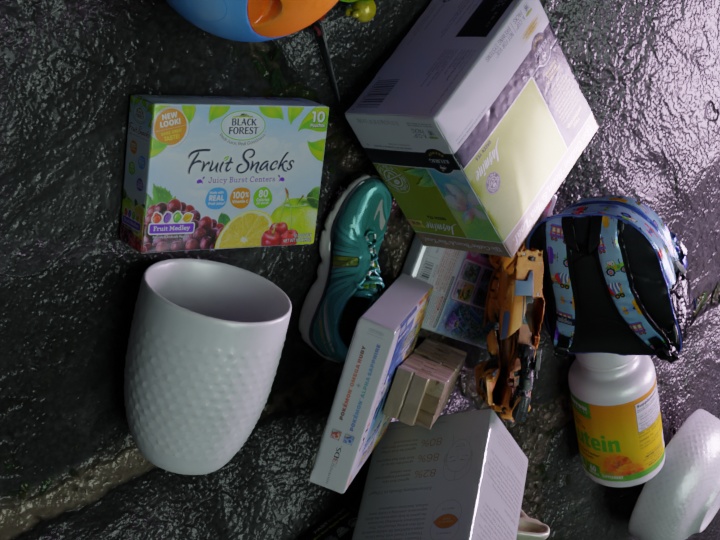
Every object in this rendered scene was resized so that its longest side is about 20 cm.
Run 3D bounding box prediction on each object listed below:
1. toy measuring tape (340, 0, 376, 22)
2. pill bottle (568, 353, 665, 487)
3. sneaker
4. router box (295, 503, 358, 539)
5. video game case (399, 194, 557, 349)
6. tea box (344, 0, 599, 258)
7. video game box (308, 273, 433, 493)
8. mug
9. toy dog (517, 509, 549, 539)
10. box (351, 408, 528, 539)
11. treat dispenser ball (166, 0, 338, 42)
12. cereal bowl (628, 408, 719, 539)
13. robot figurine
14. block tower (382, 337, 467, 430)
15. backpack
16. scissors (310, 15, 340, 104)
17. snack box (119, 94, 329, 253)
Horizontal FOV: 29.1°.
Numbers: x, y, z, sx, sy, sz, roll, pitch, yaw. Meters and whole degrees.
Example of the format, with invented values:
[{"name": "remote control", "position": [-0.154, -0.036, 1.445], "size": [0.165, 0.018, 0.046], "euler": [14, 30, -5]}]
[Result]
[{"name": "toy measuring tape", "position": [-0.025, -0.330, 1.335], "size": [0.073, 0.073, 0.202], "euler": [-32, 124, -25]}, {"name": "pill bottle", "position": [0.323, 0.164, 1.763], "size": [0.110, 0.111, 0.202], "euler": [-29, 122, -26]}, {"name": "sneaker", "position": [0.000, 0.000, 1.468], "size": [0.077, 0.079, 0.203], "euler": [7, 101, -39]}, {"name": "router box", "position": [-0.033, 0.393, 1.598], "size": [0.149, 0.062, 0.202], "euler": [-33, 124, -25]}, {"name": "video game case", "position": [0.131, -0.020, 1.602], "size": [0.181, 0.024, 0.202], "euler": [18, 94, -41]}, {"name": "tea box", "position": [0.120, -0.155, 1.443], "size": [0.201, 0.133, 0.198], "euler": [-53, 128, -26]}, {"name": "video game box", "position": [0.014, 0.114, 1.457], "size": [0.200, 0.046, 0.184], "euler": [-43, 154, -71]}, {"name": "mug", "position": [-0.145, 0.093, 1.361], "size": [0.200, 0.146, 0.178], "euler": [-28, 136, -63]}, {"name": "toy dog", "position": [0.128, 0.379, 1.675], "size": [0.191, 0.139, 0.203], "euler": [1, 106, -25]}, {"name": "box", "position": [0.087, 0.272, 1.538], "size": [0.107, 0.151, 0.202], "euler": [53, 39, -38]}, {"name": "treat dispenser ball", "position": [-0.094, -0.302, 1.203], "size": [0.199, 0.200, 0.204], "euler": [-14, 115, -33]}, {"name": "cereal bowl", "position": [0.448, 0.294, 1.881], "size": [0.200, 0.083, 0.201], "euler": [-43, 151, -31]}, {"name": "robot figurine", "position": [0.168, 0.071, 1.568], "size": [0.057, 0.145, 0.203], "euler": [5, 95, -6]}, {"name": "block tower", "position": [0.072, 0.122, 1.512], "size": [0.200, 0.053, 0.059], "euler": [-31, 142, -76]}, {"name": "backpack", "position": [0.292, -0.005, 1.632], "size": [0.135, 0.181, 0.202], "euler": [-54, 132, -43]}, {"name": "scissors", "position": [-0.048, -0.251, 1.372], "size": [0.014, 0.073, 0.201], "euler": [-48, 154, -29]}, {"name": "snack box", "position": [-0.130, -0.096, 1.347], "size": [0.198, 0.053, 0.144], "euler": [-5, 108, -37]}]
